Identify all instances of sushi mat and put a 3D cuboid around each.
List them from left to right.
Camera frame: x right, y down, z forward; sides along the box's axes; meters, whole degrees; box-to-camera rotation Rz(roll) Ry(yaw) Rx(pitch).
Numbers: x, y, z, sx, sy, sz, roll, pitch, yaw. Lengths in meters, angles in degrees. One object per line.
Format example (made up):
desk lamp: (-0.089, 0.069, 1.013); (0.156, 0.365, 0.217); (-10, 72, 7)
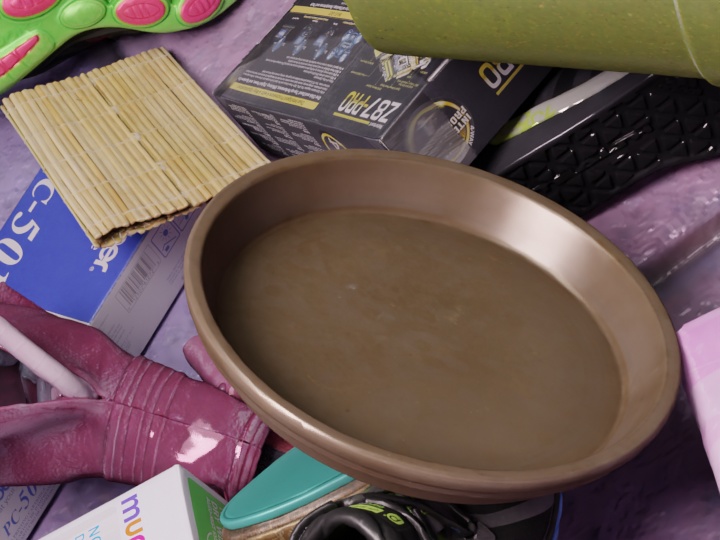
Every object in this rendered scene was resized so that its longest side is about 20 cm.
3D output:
sushi mat: (-0.113, -0.064, 1.287); (0.095, 0.012, 0.200); (-18, 28, -14)

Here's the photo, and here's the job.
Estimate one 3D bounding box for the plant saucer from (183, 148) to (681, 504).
plant saucer: (0.027, 0.022, 1.009); (0.199, 0.030, 0.201); (11, 37, -8)

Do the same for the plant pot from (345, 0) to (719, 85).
plant pot: (0.091, -0.158, 1.046); (0.189, 0.200, 0.201); (-3, 53, 18)

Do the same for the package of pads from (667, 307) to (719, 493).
package of pads: (0.198, 0.084, 0.977); (0.120, 0.076, 0.201); (-27, 45, 15)

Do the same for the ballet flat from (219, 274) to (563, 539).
ballet flat: (0.035, 0.074, 1.090); (0.200, 0.073, 0.068); (-39, 21, -17)

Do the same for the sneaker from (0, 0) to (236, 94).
sneaker: (-0.149, -0.152, 1.388); (0.199, 0.077, 0.084); (-19, 17, -1)

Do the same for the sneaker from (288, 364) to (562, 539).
sneaker: (0.020, 0.108, 0.974); (0.070, 0.083, 0.200); (12, 48, 26)

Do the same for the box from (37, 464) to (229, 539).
box: (-0.107, 0.213, 1.057); (0.176, 0.097, 0.201); (-28, 44, 14)

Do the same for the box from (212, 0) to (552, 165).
box: (0.030, -0.117, 1.224); (0.161, 0.049, 0.200); (-47, 25, -11)

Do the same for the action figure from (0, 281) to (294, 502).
action figure: (-0.099, 0.058, 1.138); (0.199, 0.149, 0.135); (13, 68, 3)

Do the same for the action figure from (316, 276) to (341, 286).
action figure: (0.000, 0.000, 1.146); (0.052, 0.065, 0.200); (-53, 10, 12)

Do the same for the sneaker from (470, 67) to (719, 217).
sneaker: (0.118, -0.088, 1.170); (0.199, 0.072, 0.083); (-23, 45, 15)

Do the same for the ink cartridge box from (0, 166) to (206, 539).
ink cartridge box: (-0.159, 0.036, 1.268); (0.094, 0.044, 0.201); (13, 63, 38)
